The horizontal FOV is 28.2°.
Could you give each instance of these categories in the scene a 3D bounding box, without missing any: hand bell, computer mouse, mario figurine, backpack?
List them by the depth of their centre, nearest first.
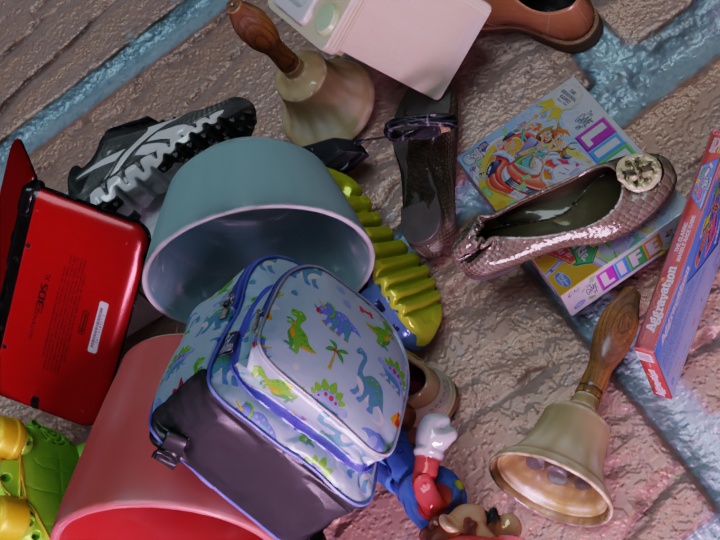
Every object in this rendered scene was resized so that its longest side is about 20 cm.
[{"bbox_3d":[-0.050,0.085,1.133,0.147,0.183,0.201,-39,23,30],"label":"backpack"},{"bbox_3d":[0.081,0.189,1.152,0.106,0.123,0.200,-51,42,12],"label":"mario figurine"},{"bbox_3d":[0.191,0.096,1.179,0.103,0.104,0.201,14,59,26],"label":"hand bell"},{"bbox_3d":[0.007,-0.110,1.345,0.199,0.058,0.034,-14,74,39],"label":"computer mouse"},{"bbox_3d":[-0.073,-0.201,1.355,0.103,0.200,0.105,-10,64,23],"label":"hand bell"}]

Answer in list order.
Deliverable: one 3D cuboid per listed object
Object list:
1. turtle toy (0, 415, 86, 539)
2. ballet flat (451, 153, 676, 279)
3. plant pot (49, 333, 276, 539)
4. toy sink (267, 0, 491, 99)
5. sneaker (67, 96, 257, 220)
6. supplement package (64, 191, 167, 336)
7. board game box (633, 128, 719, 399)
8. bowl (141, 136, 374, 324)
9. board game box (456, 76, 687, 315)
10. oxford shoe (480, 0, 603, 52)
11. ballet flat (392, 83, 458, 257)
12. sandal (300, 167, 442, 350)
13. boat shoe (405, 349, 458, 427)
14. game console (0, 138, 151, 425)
[{"bbox_3d":[-0.294,0.228,1.280,0.101,0.145,0.202,-29,54,31],"label":"turtle toy"},{"bbox_3d":[0.167,-0.050,1.204,0.199,0.046,0.068,-22,49,13],"label":"ballet flat"},{"bbox_3d":[-0.149,0.165,1.225,0.199,0.201,0.179,-7,52,18],"label":"plant pot"},{"bbox_3d":[-0.003,-0.256,1.331,0.113,0.199,0.130,-59,40,11],"label":"toy sink"},{"bbox_3d":[-0.189,-0.111,1.309,0.199,0.066,0.091,-34,60,5],"label":"sneaker"},{"bbox_3d":[-0.205,-0.034,1.381,0.199,0.110,0.114,-30,58,5],"label":"supplement package"},{"bbox_3d":[0.273,-0.005,1.183,0.019,0.103,0.201,15,71,26],"label":"board game box"},{"bbox_3d":[-0.092,-0.041,1.240,0.199,0.201,0.106,-16,58,13],"label":"bowl"},{"bbox_3d":[0.188,-0.070,1.272,0.134,0.034,0.200,-34,48,2],"label":"board game box"},{"bbox_3d":[0.137,-0.271,1.391,0.199,0.071,0.072,17,73,29],"label":"oxford shoe"},{"bbox_3d":[0.068,-0.098,1.351,0.067,0.046,0.201,-20,52,28],"label":"ballet flat"},{"bbox_3d":[0.000,0.000,1.315,0.087,0.079,0.201,-51,58,26],"label":"sandal"},{"bbox_3d":[-0.009,0.081,1.272,0.198,0.066,0.075,13,70,27],"label":"boat shoe"},{"bbox_3d":[-0.275,0.009,1.294,0.171,0.119,0.201,19,111,3],"label":"game console"}]
